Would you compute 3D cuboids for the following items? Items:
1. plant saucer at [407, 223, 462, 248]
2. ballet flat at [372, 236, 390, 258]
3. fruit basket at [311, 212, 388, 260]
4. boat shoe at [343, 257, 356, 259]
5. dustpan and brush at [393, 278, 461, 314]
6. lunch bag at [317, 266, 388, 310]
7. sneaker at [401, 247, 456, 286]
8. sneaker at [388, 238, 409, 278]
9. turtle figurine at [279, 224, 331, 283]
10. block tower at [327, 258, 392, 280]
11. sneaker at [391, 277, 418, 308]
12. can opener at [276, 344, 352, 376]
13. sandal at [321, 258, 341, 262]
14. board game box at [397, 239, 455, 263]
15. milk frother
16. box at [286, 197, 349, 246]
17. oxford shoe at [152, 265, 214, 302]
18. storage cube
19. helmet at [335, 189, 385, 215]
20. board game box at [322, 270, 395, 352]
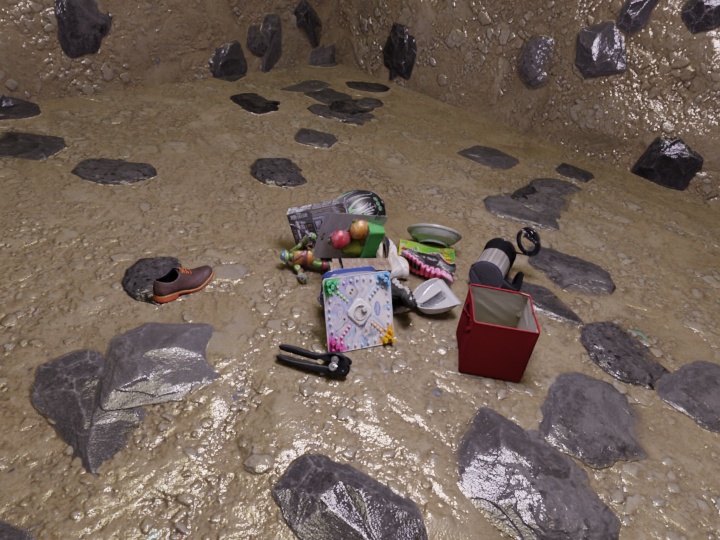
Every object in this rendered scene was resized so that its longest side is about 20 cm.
[{"bbox_3d":[0.261,-0.114,1.855,0.197,0.051,0.200,11,-11,2],"label":"plant saucer"},{"bbox_3d":[0.057,-0.032,1.671,0.067,0.069,0.203,-11,57,20],"label":"ballet flat"},{"bbox_3d":[-0.034,-0.106,1.560,0.197,0.186,0.095,4,47,-18],"label":"fruit basket"},{"bbox_3d":[-0.024,-0.034,1.675,0.074,0.069,0.201,31,52,1],"label":"boat shoe"},{"bbox_3d":[0.188,0.095,1.585,0.198,0.058,0.140,-30,40,-3],"label":"dustpan and brush"},{"bbox_3d":[-0.028,0.073,1.498,0.197,0.138,0.133,-5,34,-23],"label":"lunch bag"},{"bbox_3d":[0.231,-0.028,1.733,0.198,0.079,0.096,30,64,9],"label":"sneaker"},{"bbox_3d":[0.083,-0.041,1.751,0.091,0.077,0.200,-13,39,-22],"label":"sneaker"},{"bbox_3d":[-0.148,-0.037,1.629,0.191,0.200,0.146,0,69,-20],"label":"turtle figurine"},{"bbox_3d":[0.000,0.000,1.570,0.197,0.058,0.054,0,43,-16],"label":"block tower"},{"bbox_3d":[0.107,0.085,1.549,0.090,0.067,0.200,-31,19,-5],"label":"sneaker"},{"bbox_3d":[-0.120,0.232,1.330,0.197,0.079,0.064,8,73,3],"label":"can opener"},{"bbox_3d":[-0.040,-0.073,1.757,0.197,0.043,0.076,-15,36,-5],"label":"sandal"},{"bbox_3d":[0.228,-0.047,1.814,0.197,0.048,0.102,10,35,1],"label":"board game box"},{"bbox_3d":[0.486,-0.042,1.737,0.179,0.202,0.188,26,37,16],"label":"milk frother"},{"bbox_3d":[-0.128,-0.143,1.713,0.197,0.159,0.050,-11,30,9],"label":"box"},{"bbox_3d":[-0.509,0.022,1.509,0.071,0.073,0.199,27,38,26],"label":"oxford shoe"},{"bbox_3d":[0.365,0.169,1.419,0.197,0.182,0.172,9,34,1],"label":"storage cube"},{"bbox_3d":[-0.022,-0.186,1.821,0.199,0.202,0.190,29,37,27],"label":"helmet"},{"bbox_3d":[0.001,0.113,1.404,0.197,0.203,0.026,-7,7,-23],"label":"board game box"}]
